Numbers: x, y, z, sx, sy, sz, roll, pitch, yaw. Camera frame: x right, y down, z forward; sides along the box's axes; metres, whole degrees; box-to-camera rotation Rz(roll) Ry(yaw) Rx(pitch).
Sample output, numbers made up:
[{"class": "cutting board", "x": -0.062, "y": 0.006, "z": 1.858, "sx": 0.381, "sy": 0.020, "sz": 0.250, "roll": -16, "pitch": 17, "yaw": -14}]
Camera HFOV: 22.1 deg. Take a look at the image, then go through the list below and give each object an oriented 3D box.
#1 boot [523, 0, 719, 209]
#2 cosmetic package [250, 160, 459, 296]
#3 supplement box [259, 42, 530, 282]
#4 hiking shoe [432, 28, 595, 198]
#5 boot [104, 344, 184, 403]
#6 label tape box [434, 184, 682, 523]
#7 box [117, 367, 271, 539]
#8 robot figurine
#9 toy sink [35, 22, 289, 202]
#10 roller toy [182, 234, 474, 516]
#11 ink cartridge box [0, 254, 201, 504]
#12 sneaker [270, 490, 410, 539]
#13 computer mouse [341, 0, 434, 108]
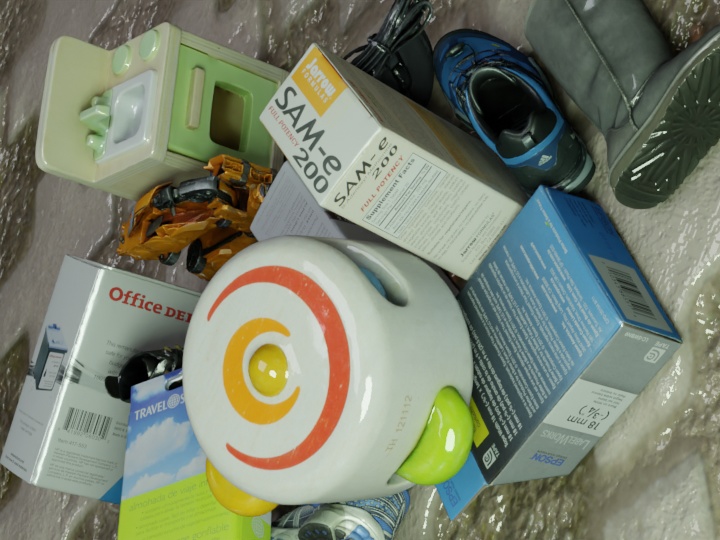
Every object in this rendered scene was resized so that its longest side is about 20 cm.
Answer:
[{"class": "boot", "x": 0.201, "y": -0.164, "z": 1.288, "sx": 0.182, "sy": 0.072, "sz": 0.201, "roll": -45, "pitch": 37, "yaw": 29}, {"class": "cosmetic package", "x": 0.000, "y": 0.000, "z": 1.447, "sx": 0.074, "sy": 0.101, "sz": 0.200, "roll": -61, "pitch": 39, "yaw": 18}, {"class": "supplement box", "x": 0.038, "y": -0.069, "z": 1.336, "sx": 0.074, "sy": 0.199, "sz": 0.126, "roll": -52, "pitch": 39, "yaw": 14}, {"class": "hiking shoe", "x": 0.105, "y": -0.134, "z": 1.360, "sx": 0.074, "sy": 0.087, "sz": 0.200, "roll": -39, "pitch": 44, "yaw": 2}, {"class": "boot", "x": -0.103, "y": 0.080, "z": 1.518, "sx": 0.200, "sy": 0.138, "sz": 0.078, "roll": -38, "pitch": 48, "yaw": 37}, {"class": "label tape box", "x": 0.118, "y": 0.064, "z": 1.294, "sx": 0.200, "sy": 0.063, "sz": 0.145, "roll": -53, "pitch": 40, "yaw": 28}, {"class": "box", "x": -0.129, "y": 0.169, "z": 1.437, "sx": 0.121, "sy": 0.048, "sz": 0.201, "roll": -20, "pitch": 50, "yaw": 26}, {"class": "robot figurine", "x": -0.128, "y": -0.046, "z": 1.608, "sx": 0.200, "sy": 0.144, "sz": 0.059, "roll": -28, "pitch": 52, "yaw": 53}, {"class": "toy sink", "x": -0.172, "y": -0.137, "z": 1.648, "sx": 0.112, "sy": 0.199, "sz": 0.131, "roll": -17, "pitch": 61, "yaw": 49}, {"class": "roller toy", "x": -0.029, "y": 0.069, "z": 1.280, "sx": 0.199, "sy": 0.139, "sz": 0.184, "roll": -17, "pitch": 78, "yaw": 36}, {"class": "ink cartridge box", "x": -0.218, "y": 0.102, "z": 1.654, "sx": 0.086, "sy": 0.146, "sz": 0.201, "roll": 14, "pitch": 87, "yaw": 56}, {"class": "sneaker", "x": -0.015, "y": 0.199, "z": 1.416, "sx": 0.085, "sy": 0.077, "sz": 0.200, "roll": -46, "pitch": 8, "yaw": -26}, {"class": "computer mouse", "x": 0.022, "y": -0.141, "z": 1.454, "sx": 0.139, "sy": 0.053, "sz": 0.200, "roll": -52, "pitch": -7, "yaw": -7}]
